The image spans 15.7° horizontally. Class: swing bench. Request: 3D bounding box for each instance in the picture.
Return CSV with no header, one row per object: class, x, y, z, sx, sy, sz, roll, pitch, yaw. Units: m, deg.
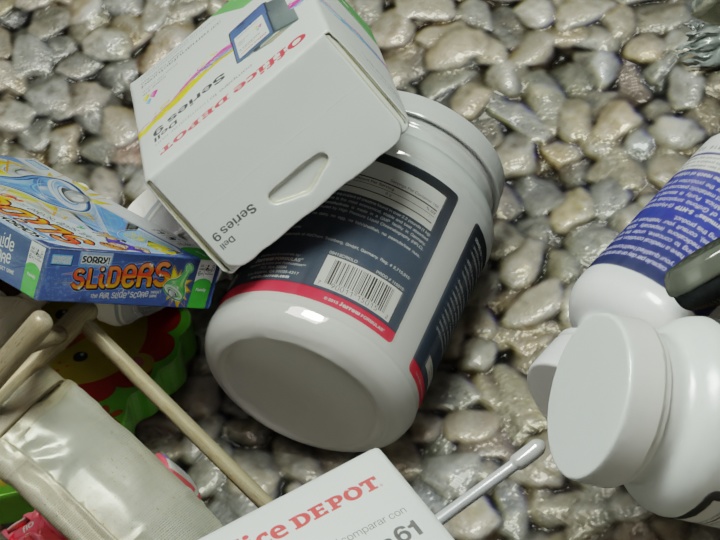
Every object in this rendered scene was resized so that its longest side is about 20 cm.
swing bench,-0.169,0.157,1.503,0.199,0.130,0.200,45,97,4

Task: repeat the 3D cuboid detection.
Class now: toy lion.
toy lion,-0.197,0.073,1.689,0.191,0.069,0.200,-14,42,-6

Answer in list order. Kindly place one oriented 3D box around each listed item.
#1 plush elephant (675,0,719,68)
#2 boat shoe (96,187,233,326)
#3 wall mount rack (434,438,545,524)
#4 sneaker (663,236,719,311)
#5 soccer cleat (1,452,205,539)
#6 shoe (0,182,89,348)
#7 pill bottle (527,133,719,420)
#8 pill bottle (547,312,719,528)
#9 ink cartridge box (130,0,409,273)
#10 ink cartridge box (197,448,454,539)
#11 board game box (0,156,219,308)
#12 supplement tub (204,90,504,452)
plush elephant,0.295,-0.182,1.698,0.200,0.155,0.165,12,55,24
boat shoe,-0.103,-0.021,1.718,0.068,0.072,0.200,16,30,21
wall mount rack,0.067,0.197,1.446,0.074,0.174,0.200,5,34,-39
sneaker,0.269,0.013,1.503,0.199,0.076,0.114,-14,83,-34
soccer cleat,-0.192,0.170,1.597,0.200,0.073,0.068,-22,47,-3
shoe,-0.233,0.011,1.680,0.070,0.053,0.200,22,44,25
pill bottle,0.197,0.021,1.579,0.120,0.120,0.200,29,63,34
pill bottle,0.213,0.088,1.463,0.200,0.116,0.117,13,45,-22
ink cartridge box,-0.059,-0.102,1.613,0.145,0.088,0.200,-39,22,9
ink cartridge box,0.002,0.208,1.344,0.144,0.085,0.200,-26,52,-22
board game box,-0.199,-0.027,1.595,0.200,0.135,0.035,27,106,42
supplement tub,0.000,0.000,1.641,0.140,0.140,0.200,10,54,24
